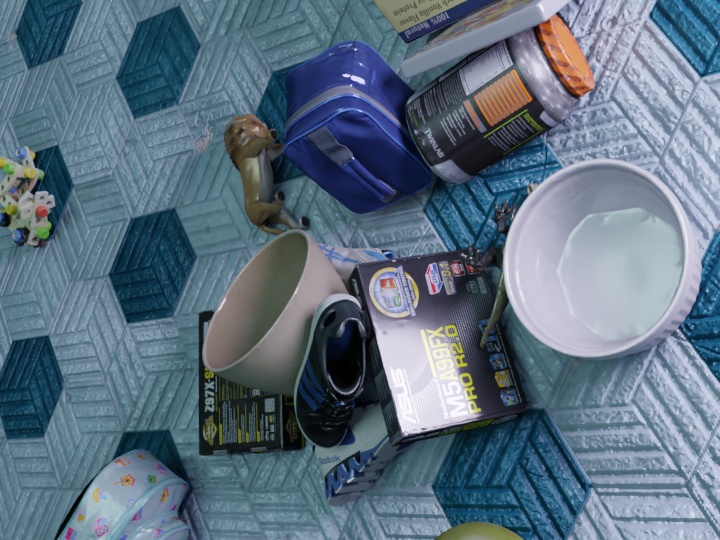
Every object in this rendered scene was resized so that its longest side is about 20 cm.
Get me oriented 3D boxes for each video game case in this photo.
[{"bbox_3d":[0.162,-0.286,1.058,0.198,0.182,0.023,-14,112,45],"label":"video game case"}]

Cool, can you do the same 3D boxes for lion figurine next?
[{"bbox_3d":[-0.141,-0.126,1.325,0.121,0.072,0.205,-12,78,42],"label":"lion figurine"}]

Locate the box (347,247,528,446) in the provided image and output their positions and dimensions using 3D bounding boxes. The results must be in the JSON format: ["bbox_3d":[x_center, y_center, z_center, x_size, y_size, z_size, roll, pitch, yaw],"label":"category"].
[{"bbox_3d":[0.085,0.082,1.066,0.044,0.157,0.204,125,135,-60],"label":"box"}]

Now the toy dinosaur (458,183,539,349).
[{"bbox_3d":[0.159,-0.021,1.045,0.047,0.088,0.203,10,69,49],"label":"toy dinosaur"}]

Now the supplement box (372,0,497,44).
[{"bbox_3d":[0.086,-0.415,1.109,0.197,0.200,0.136,-18,47,32],"label":"supplement box"}]

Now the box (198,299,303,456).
[{"bbox_3d":[-0.152,0.147,1.294,0.157,0.049,0.205,-13,74,37],"label":"box"}]

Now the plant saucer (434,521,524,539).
[{"bbox_3d":[0.129,0.386,1.052,0.197,0.031,0.205,-8,76,36],"label":"plant saucer"}]

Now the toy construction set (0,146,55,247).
[{"bbox_3d":[-0.579,-0.121,1.640,0.200,0.091,0.133,42,106,45],"label":"toy construction set"}]

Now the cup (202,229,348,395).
[{"bbox_3d":[-0.079,0.073,1.167,0.199,0.143,0.202,-39,29,26],"label":"cup"}]

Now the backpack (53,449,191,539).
[{"bbox_3d":[-0.323,0.358,1.305,0.151,0.175,0.203,27,96,19],"label":"backpack"}]

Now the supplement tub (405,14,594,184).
[{"bbox_3d":[0.159,-0.197,1.083,0.198,0.122,0.125,-30,65,27],"label":"supplement tub"}]

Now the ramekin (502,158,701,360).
[{"bbox_3d":[0.258,-0.005,0.986,0.197,0.104,0.205,-8,76,34],"label":"ramekin"}]

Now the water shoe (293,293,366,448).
[{"bbox_3d":[-0.034,0.128,1.059,0.079,0.070,0.204,-116,28,-60],"label":"water shoe"}]

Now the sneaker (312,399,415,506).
[{"bbox_3d":[0.002,0.183,1.153,0.200,0.080,0.116,-46,60,22],"label":"sneaker"}]

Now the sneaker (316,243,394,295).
[{"bbox_3d":[0.000,0.000,1.207,0.072,0.073,0.198,-42,38,-26],"label":"sneaker"}]

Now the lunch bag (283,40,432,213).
[{"bbox_3d":[0.000,-0.158,1.154,0.134,0.199,0.135,-23,50,32],"label":"lunch bag"}]
